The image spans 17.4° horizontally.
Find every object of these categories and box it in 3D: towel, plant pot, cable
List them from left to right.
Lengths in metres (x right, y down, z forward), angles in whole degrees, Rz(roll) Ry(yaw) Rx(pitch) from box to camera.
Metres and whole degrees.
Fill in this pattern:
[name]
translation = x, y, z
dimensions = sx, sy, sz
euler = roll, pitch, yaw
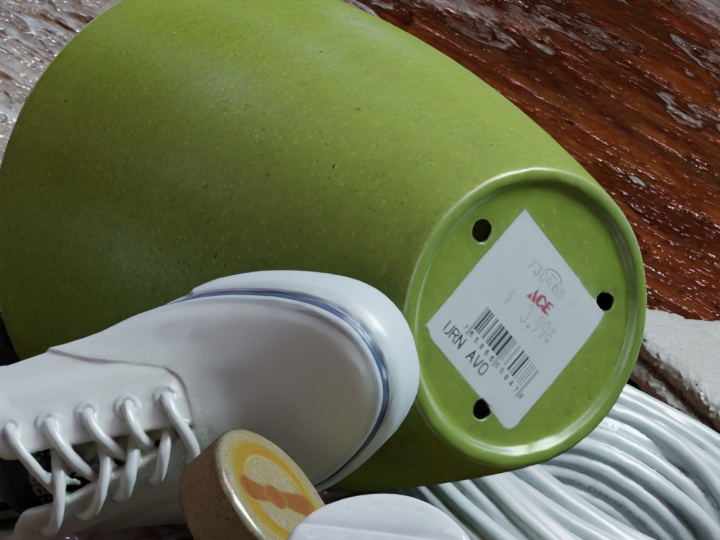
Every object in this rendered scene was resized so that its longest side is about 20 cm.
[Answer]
[plant pot]
translation = 0.000, 0.000, 0.791
dimensions = 0.186, 0.189, 0.200
euler = 14, 2, -33
[cable]
translation = 0.094, 0.104, 0.923
dimensions = 0.199, 0.070, 0.200
euler = 22, 21, -18
[towel]
translation = 0.214, 0.080, 1.185
dimensions = 0.132, 0.035, 0.200
euler = 10, 26, -41

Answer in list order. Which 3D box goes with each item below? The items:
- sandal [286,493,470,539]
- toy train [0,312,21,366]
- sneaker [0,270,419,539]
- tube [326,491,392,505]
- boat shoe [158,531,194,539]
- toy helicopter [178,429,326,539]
[sandal]
translation = 0.026, 0.155, 0.586
dimensions = 0.078, 0.059, 0.208
euler = -10, 55, -6
[toy train]
translation = -0.101, 0.030, 0.901
dimensions = 0.199, 0.034, 0.046
euler = 5, 26, -48
[sneaker]
translation = -0.076, 0.055, 0.706
dimensions = 0.071, 0.199, 0.074
euler = -37, 106, -60
[tube]
translation = 0.003, 0.144, 0.741
dimensions = 0.057, 0.052, 0.200
euler = -3, 27, 4
[boat shoe]
translation = -0.059, 0.136, 0.638
dimensions = 0.074, 0.074, 0.200
euler = 21, 21, -17
[toy helicopter]
translation = 0.025, 0.111, 0.683
dimensions = 0.200, 0.079, 0.133
euler = 43, 25, -20
